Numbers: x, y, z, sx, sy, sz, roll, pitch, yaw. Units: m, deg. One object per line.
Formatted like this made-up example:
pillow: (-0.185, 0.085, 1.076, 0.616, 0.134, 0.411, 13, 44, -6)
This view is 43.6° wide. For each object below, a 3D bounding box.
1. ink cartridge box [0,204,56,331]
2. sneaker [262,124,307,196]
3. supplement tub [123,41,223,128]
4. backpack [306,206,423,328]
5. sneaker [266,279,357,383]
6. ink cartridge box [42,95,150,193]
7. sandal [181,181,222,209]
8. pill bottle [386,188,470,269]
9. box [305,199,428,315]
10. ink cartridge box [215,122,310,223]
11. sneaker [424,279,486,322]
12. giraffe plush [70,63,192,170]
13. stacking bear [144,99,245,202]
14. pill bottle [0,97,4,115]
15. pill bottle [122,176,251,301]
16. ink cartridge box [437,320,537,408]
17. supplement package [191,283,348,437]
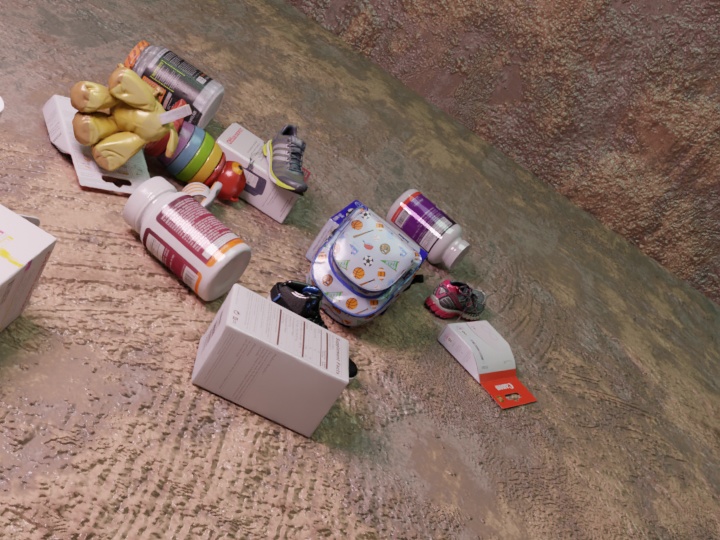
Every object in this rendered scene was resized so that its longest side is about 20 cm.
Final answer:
ink cartridge box: (-0.473, 0.004, 1.087, 0.125, 0.129, 0.200, 32, 23, -6)
sneaker: (-0.144, -0.225, 1.812, 0.073, 0.081, 0.201, 17, 31, -34)
supplement tub: (-0.403, -0.394, 1.927, 0.199, 0.123, 0.123, 34, 23, -4)
backpack: (0.000, 0.000, 1.646, 0.200, 0.191, 0.154, 38, -16, 8)
sneaker: (-0.071, 0.094, 1.476, 0.199, 0.112, 0.073, 34, 24, -2)
ink cartridge box: (-0.468, -0.212, 1.617, 0.162, 0.057, 0.202, 7, 57, -48)
sandal: (-0.301, -0.124, 1.639, 0.059, 0.080, 0.207, 29, 15, -10)
pill bottle: (0.164, -0.095, 2.150, 0.200, 0.113, 0.112, 42, 24, 14)
box: (0.017, -0.031, 1.843, 0.199, 0.105, 0.184, 37, 24, 4)
ink cartridge box: (-0.216, -0.207, 1.887, 0.199, 0.085, 0.145, 33, 23, -8)
sneaker: (0.226, 0.062, 1.985, 0.081, 0.075, 0.199, 47, 25, 26)
giraffe plush: (-0.405, -0.287, 1.584, 0.198, 0.174, 0.162, -7, 28, -16)
stacking bear: (-0.308, -0.213, 1.751, 0.199, 0.114, 0.122, 37, 31, -24)
pill bottle: (-0.551, -0.152, 1.186, 0.113, 0.201, 0.114, 28, 23, -14)
pill bottle: (-0.284, -0.054, 1.470, 0.200, 0.115, 0.114, 41, 24, 12)
ink cartridge box: (0.271, 0.187, 1.844, 0.200, 0.057, 0.162, 43, 24, 29)
supplement package: (-0.128, 0.132, 1.320, 0.199, 0.117, 0.118, 28, 24, -16)
